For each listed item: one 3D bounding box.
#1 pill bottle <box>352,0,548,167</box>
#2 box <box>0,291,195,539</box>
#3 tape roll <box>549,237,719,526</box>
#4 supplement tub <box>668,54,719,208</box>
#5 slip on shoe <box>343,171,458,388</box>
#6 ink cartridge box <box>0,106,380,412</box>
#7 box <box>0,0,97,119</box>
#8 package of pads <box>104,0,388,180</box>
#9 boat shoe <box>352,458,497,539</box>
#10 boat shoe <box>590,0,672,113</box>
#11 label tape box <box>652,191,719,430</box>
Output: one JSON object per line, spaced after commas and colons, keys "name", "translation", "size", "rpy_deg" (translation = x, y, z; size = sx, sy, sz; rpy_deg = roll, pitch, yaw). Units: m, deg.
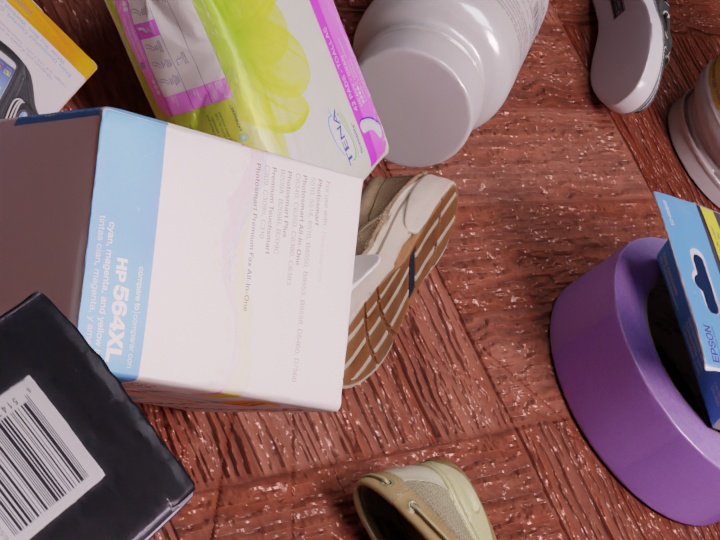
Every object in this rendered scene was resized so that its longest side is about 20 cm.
{"name": "pill bottle", "translation": [0.057, -0.158, 1.400], "size": [0.114, 0.114, 0.200], "rpy_deg": [44, 35, -13]}
{"name": "box", "translation": [-0.188, 0.120, 0.783], "size": [0.104, 0.200, 0.148], "rpy_deg": [52, 35, -2]}
{"name": "tape roll", "translation": [0.226, 0.078, 1.436], "size": [0.200, 0.066, 0.200], "rpy_deg": [30, 41, -30]}
{"name": "supplement tub", "translation": [0.371, -0.144, 1.684], "size": [0.145, 0.200, 0.145], "rpy_deg": [30, 41, -30]}
{"name": "slip on shoe", "translation": [0.000, 0.000, 1.245], "size": [0.060, 0.076, 0.200], "rpy_deg": [16, 41, 16]}
{"name": "ink cartridge box", "translation": [-0.097, 0.003, 1.025], "size": [0.200, 0.128, 0.126], "rpy_deg": [14, 79, -43]}
{"name": "box", "translation": [-0.230, -0.096, 1.072], "size": [0.119, 0.041, 0.200], "rpy_deg": [45, 37, -12]}
{"name": "package of pads", "translation": [-0.065, -0.119, 1.210], "size": [0.200, 0.068, 0.155], "rpy_deg": [67, 31, -18]}
{"name": "boat shoe", "translation": [0.060, 0.198, 1.130], "size": [0.063, 0.073, 0.201], "rpy_deg": [-4, 60, -44]}
{"name": "boat shoe", "translation": [0.233, -0.194, 1.685], "size": [0.057, 0.069, 0.200], "rpy_deg": [36, 36, -25]}
{"name": "label tape box", "translation": [0.266, 0.041, 1.404], "size": [0.200, 0.066, 0.144], "rpy_deg": [16, 48, -38]}
